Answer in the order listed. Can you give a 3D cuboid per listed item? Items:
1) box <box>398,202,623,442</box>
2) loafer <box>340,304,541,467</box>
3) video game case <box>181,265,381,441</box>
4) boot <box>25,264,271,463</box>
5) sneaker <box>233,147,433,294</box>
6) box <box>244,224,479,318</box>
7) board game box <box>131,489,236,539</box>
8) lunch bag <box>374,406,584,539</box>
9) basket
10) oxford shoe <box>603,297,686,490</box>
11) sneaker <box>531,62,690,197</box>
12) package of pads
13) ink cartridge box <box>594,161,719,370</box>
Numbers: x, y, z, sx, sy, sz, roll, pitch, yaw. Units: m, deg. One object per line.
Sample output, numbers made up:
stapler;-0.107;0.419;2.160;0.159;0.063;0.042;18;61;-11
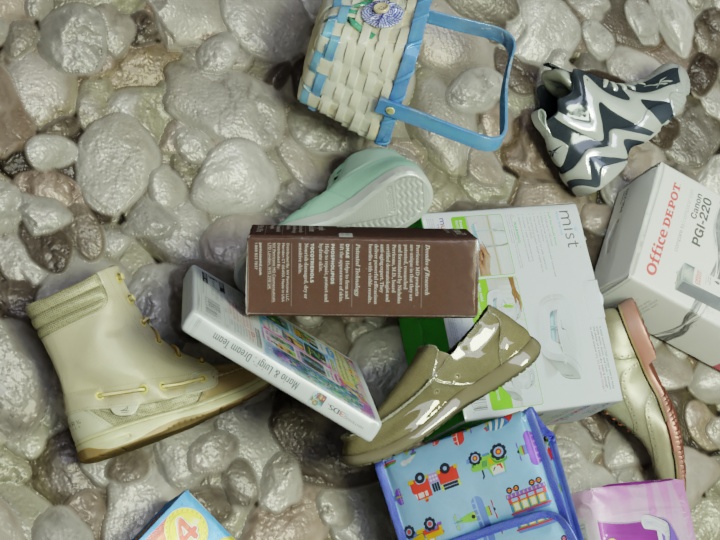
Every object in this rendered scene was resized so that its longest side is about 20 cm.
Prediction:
box;0.135;0.047;1.491;0.176;0.097;0.201;-5;74;-26
loafer;0.061;0.100;1.367;0.199;0.076;0.068;-33;87;-5
video game case;-0.072;0.067;1.347;0.182;0.200;0.024;32;96;-11
boot;-0.176;0.064;1.361;0.199;0.073;0.156;-20;82;-24
sneaker;-0.031;-0.044;1.473;0.200;0.118;0.074;-30;112;1
box;0.000;0.000;1.365;0.199;0.100;0.075;2;96;-3
board game box;-0.147;0.321;1.290;0.196;0.056;0.200;46;60;-4
lunch bag;0.116;0.243;1.354;0.150;0.094;0.201;-21;63;11
basket;0.049;-0.198;1.500;0.199;0.139;0.177;18;42;-8
oxford shoe;0.270;0.132;1.551;0.073;0.071;0.201;-19;87;9
sneaker;0.251;-0.184;1.634;0.199;0.079;0.130;-44;101;-20
package of pads;0.260;0.300;1.468;0.120;0.076;0.201;-1;73;-26
ink cartridge box;0.350;0.002;1.611;0.199;0.085;0.146;26;63;-11
